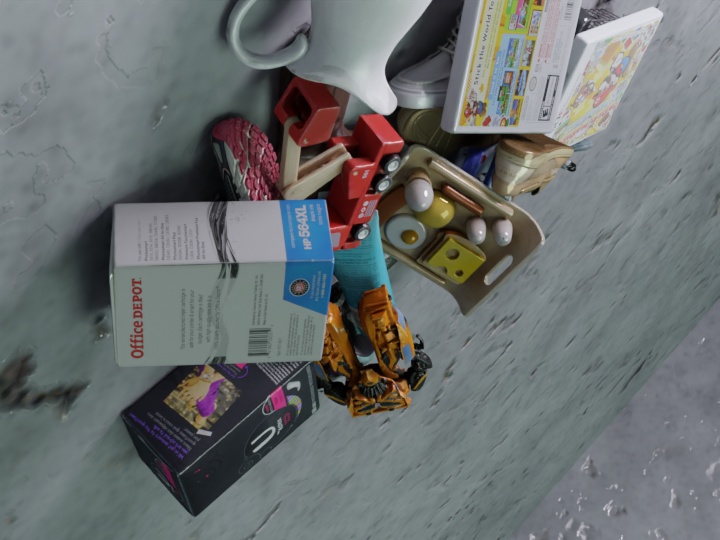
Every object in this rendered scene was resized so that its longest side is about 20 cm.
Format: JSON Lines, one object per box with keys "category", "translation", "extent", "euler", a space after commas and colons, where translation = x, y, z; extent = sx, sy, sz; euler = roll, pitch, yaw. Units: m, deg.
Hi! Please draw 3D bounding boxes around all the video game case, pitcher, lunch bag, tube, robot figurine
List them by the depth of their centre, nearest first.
{"category": "pitcher", "translation": [-0.015, -0.252, 1.077], "extent": [0.169, 0.122, 0.202], "euler": [9, 118, -22]}
{"category": "video game case", "translation": [0.167, -0.247, 1.341], "extent": [0.181, 0.023, 0.203], "euler": [-7, 113, -47]}
{"category": "tube", "translation": [0.000, 0.000, 1.403], "extent": [0.076, 0.051, 0.201], "euler": [-6, 142, 10]}
{"category": "robot figurine", "translation": [0.004, 0.101, 1.440], "extent": [0.143, 0.059, 0.201], "euler": [-12, 138, 8]}
{"category": "lunch bag", "translation": [0.139, -0.085, 1.540], "extent": [0.161, 0.075, 0.202], "euler": [82, 28, -63]}
{"category": "video game case", "translation": [0.295, -0.235, 1.601], "extent": [0.199, 0.023, 0.183], "euler": [-28, 148, -46]}

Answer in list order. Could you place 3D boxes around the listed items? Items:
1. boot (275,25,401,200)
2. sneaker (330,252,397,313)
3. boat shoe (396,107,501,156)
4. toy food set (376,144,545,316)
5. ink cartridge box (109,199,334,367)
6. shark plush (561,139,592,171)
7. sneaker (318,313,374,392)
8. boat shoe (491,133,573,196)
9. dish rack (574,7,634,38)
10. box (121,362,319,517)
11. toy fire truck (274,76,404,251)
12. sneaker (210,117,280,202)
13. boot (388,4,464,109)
{"category": "boot", "translation": [-0.013, -0.168, 1.256], "extent": [0.185, 0.064, 0.202], "euler": [-32, 147, -36]}
{"category": "sneaker", "translation": [0.006, -0.010, 1.512], "extent": [0.200, 0.066, 0.091], "euler": [-43, 158, -7]}
{"category": "boat shoe", "translation": [0.099, -0.178, 1.426], "extent": [0.199, 0.065, 0.073], "euler": [-12, 141, -49]}
{"category": "toy food set", "translation": [0.087, -0.038, 1.410], "extent": [0.144, 0.199, 0.061], "euler": [-46, -156, 31]}
{"category": "ink cartridge box", "translation": [-0.130, 0.013, 1.167], "extent": [0.197, 0.085, 0.147], "euler": [-1, 139, -10]}
{"category": "shark plush", "translation": [0.253, -0.152, 1.702], "extent": [0.091, 0.083, 0.199], "euler": [-58, 155, 17]}
{"category": "sneaker", "translation": [-0.031, 0.097, 1.602], "extent": [0.139, 0.078, 0.200], "euler": [-37, 178, 26]}
{"category": "boat shoe", "translation": [0.194, -0.125, 1.472], "extent": [0.199, 0.071, 0.065], "euler": [-17, 130, -63]}
{"category": "dish rack", "translation": [0.279, -0.272, 1.614], "extent": [0.199, 0.054, 0.155], "euler": [-16, 141, -54]}
{"category": "box", "translation": [-0.153, 0.159, 1.425], "extent": [0.199, 0.106, 0.123], "euler": [-40, 154, -20]}
{"category": "toy fire truck", "translation": [-0.033, -0.096, 1.219], "extent": [0.140, 0.049, 0.201], "euler": [-11, 140, -37]}
{"category": "sneaker", "translation": [-0.116, -0.060, 1.222], "extent": [0.201, 0.073, 0.081], "euler": [80, 16, -46]}
{"category": "boot", "translation": [0.104, -0.242, 1.356], "extent": [0.199, 0.073, 0.097], "euler": [-26, 131, -42]}
